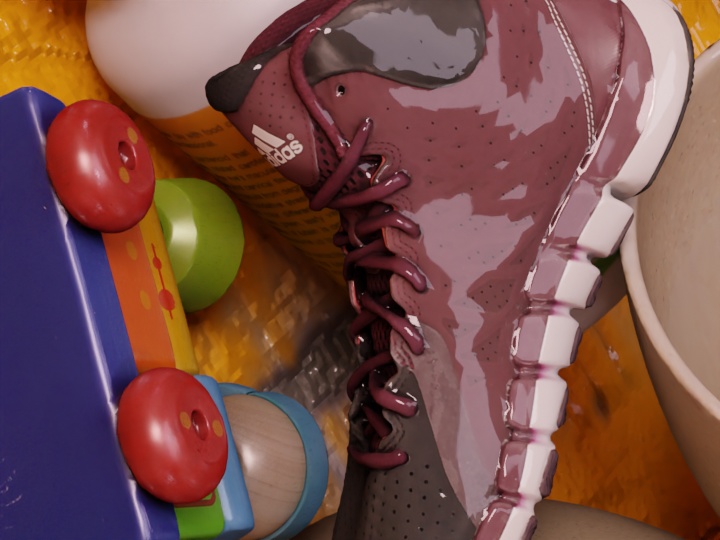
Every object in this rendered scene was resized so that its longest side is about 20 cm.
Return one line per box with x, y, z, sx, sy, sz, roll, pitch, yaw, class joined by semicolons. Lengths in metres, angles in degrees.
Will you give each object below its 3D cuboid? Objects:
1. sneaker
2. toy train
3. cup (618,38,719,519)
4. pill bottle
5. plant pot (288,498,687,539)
0.000;0.000;0.770;0.115;0.076;0.200;25;78;-25;sneaker
-0.073;-0.016;0.795;0.116;0.085;0.201;5;66;-61;toy train
0.172;0.033;0.837;0.143;0.200;0.201;83;25;-49;cup
-0.006;-0.068;0.849;0.200;0.111;0.111;41;51;-29;pill bottle
0.067;0.151;0.833;0.200;0.134;0.201;17;64;-41;plant pot
